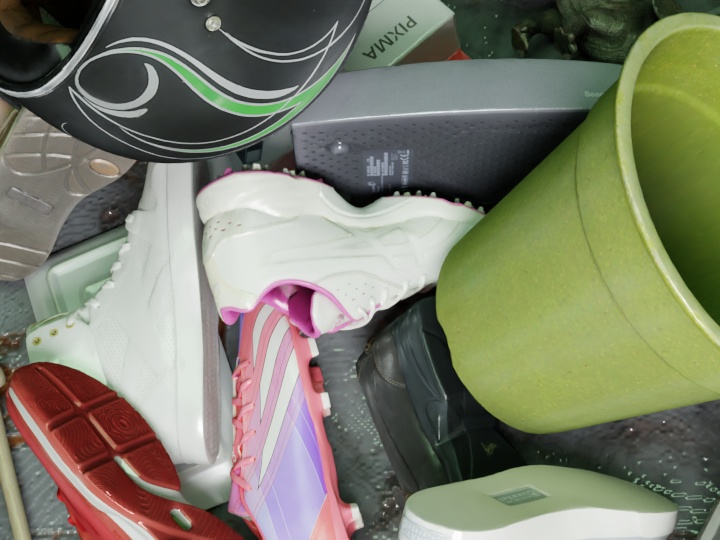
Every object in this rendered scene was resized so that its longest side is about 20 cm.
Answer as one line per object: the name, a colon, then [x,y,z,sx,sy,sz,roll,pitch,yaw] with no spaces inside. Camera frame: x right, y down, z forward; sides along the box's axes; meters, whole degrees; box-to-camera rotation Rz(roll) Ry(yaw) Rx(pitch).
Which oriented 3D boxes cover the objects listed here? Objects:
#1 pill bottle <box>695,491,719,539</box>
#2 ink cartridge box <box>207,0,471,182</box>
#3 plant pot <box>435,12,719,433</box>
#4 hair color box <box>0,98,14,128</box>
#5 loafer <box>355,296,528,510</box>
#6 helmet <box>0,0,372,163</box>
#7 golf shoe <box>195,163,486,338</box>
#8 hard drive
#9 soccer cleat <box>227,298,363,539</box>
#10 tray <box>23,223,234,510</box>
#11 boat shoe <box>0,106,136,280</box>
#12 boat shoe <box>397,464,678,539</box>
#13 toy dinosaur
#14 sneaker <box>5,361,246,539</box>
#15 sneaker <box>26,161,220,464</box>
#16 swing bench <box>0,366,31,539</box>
pill bottle: [0.233,0.140,0.804,0.113,0.114,0.201,27,73,20]
ink cartridge box: [-0.013,-0.091,0.995,0.200,0.045,0.176,-41,64,-9]
plant pot: [0.141,0.001,0.828,0.189,0.199,0.202,-32,53,45]
hair color box: [-0.158,-0.172,0.992,0.198,0.112,0.064,-16,29,18]
loafer: [0.052,0.119,0.884,0.072,0.072,0.202,-31,65,39]
helmet: [-0.089,-0.153,0.817,0.199,0.190,0.203,-3,85,44]
golf shoe: [0.000,0.000,0.909,0.198,0.075,0.093,7,68,-20]
hard drive: [0.061,-0.074,0.914,0.198,0.135,0.043,-2,67,0]
soccer cleat: [-0.049,0.099,0.903,0.076,0.067,0.202,-15,68,-4]
tray: [-0.136,0.058,0.962,0.106,0.022,0.201,-22,64,-1]
boat shoe: [-0.186,-0.080,0.967,0.200,0.075,0.072,-42,33,28]
boat shoe: [0.092,0.146,0.811,0.072,0.199,0.069,21,104,36]
toy dinosaur: [0.146,-0.166,0.994,0.101,0.077,0.200,-21,47,-18]
sneaker: [-0.141,0.153,0.857,0.200,0.078,0.116,47,115,15]
sneaker: [-0.142,0.013,0.920,0.114,0.074,0.202,-3,75,8]
swing bench: [-0.293,0.160,0.890,0.198,0.130,0.200,-23,64,6]
